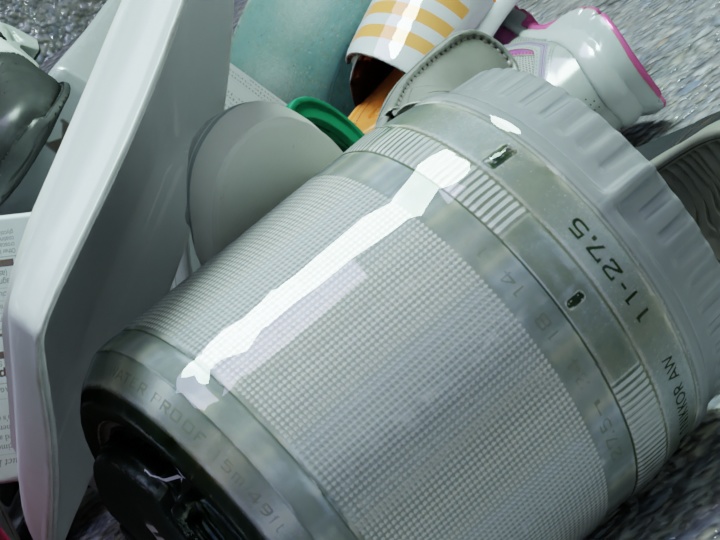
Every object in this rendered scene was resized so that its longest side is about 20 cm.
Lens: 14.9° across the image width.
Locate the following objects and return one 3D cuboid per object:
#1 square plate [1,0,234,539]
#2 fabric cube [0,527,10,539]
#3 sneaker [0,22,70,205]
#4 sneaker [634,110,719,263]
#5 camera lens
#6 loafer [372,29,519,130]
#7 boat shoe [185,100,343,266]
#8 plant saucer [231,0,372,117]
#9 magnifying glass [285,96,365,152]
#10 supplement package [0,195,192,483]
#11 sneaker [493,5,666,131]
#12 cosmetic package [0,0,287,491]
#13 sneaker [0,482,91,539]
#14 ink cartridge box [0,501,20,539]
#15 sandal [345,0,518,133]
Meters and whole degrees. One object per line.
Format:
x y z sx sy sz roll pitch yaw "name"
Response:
-0.089 -0.018 1.006 0.198 0.028 0.200 98 -170 -62 "square plate"
-0.232 0.189 0.999 0.199 0.197 0.200 -25 15 29 "fabric cube"
-0.187 -0.083 1.231 0.074 0.088 0.200 -55 22 4 "sneaker"
0.137 -0.024 1.139 0.106 0.075 0.200 -28 4 -41 "sneaker"
0.014 0.044 0.969 0.200 0.160 0.160 -39 14 -18 "camera lens"
0.036 -0.049 1.218 0.070 0.070 0.200 -57 8 41 "loafer"
-0.034 -0.011 1.072 0.072 0.068 0.200 -51 -29 -7 "boat shoe"
0.004 -0.102 1.520 0.039 0.201 0.201 25 55 37 "plant saucer"
0.000 0.000 1.231 0.022 0.080 0.200 -40 43 24 "magnifying glass"
-0.177 0.036 1.177 0.199 0.111 0.156 -6 0 -12 "supplement package"
0.076 -0.086 1.449 0.088 0.081 0.200 -39 11 -14 "sneaker"
-0.113 -0.014 1.379 0.165 0.165 0.200 -52 6 16 "cosmetic package"
-0.198 0.132 1.403 0.090 0.078 0.200 -34 5 42 "sneaker"
-0.255 0.179 1.212 0.200 0.086 0.147 -35 -11 25 "ink cartridge box"
0.039 -0.140 1.443 0.207 0.059 0.079 -51 18 -27 "sandal"
